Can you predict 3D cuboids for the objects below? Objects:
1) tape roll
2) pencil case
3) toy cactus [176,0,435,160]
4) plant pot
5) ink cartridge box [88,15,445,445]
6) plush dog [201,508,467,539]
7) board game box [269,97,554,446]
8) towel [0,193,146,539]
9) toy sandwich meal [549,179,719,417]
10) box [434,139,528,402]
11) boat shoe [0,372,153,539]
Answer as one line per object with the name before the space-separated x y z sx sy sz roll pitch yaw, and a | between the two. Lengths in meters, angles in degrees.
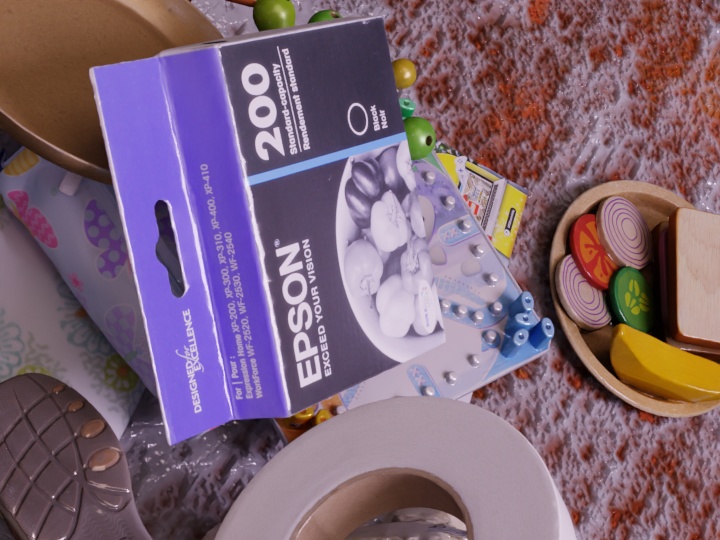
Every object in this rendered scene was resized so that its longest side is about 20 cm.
tape roll | 0.013 0.156 0.774 0.204 0.201 0.037 -64 143 -31
pencil case | -0.121 -0.002 0.861 0.083 0.091 0.201 -36 91 -35
toy cactus | -0.059 -0.090 0.936 0.199 0.102 0.166 28 75 1
plant pot | -0.148 -0.114 0.835 0.199 0.028 0.201 26 36 -20
ink cartridge box | -0.041 -0.029 0.814 0.199 0.043 0.200 -21 103 -47
plush dog | 0.009 0.233 0.863 0.198 0.160 0.174 0 93 -28
board game box | 0.000 0.000 0.963 0.199 0.026 0.201 -24 74 -26
towel | -0.211 0.050 0.871 0.171 0.048 0.201 34 58 -15
toy sandwich meal | 0.233 0.015 1.103 0.203 0.070 0.207 11 65 -24
box | 0.027 0.001 1.020 0.136 0.038 0.201 27 59 -14
boat shoe | -0.150 0.146 0.796 0.075 0.072 0.201 -15 59 -29
